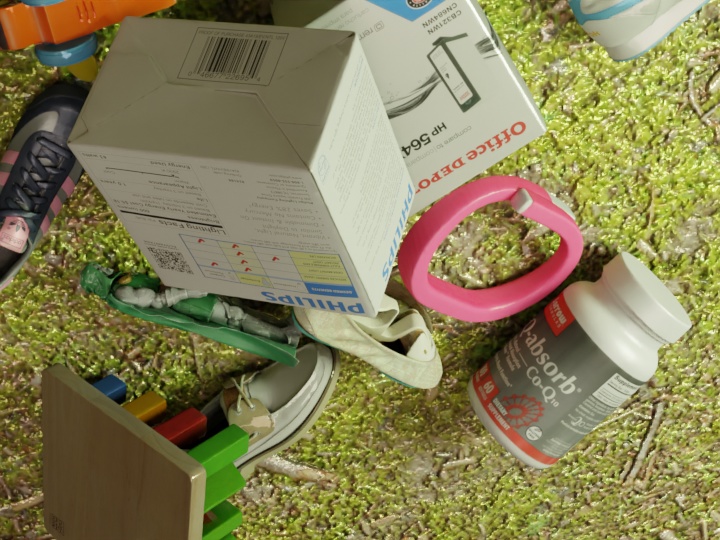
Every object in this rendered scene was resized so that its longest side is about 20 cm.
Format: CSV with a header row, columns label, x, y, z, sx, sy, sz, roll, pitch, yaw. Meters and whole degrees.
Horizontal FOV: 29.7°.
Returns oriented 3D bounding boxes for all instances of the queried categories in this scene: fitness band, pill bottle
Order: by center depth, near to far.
label,x,y,z,sx,sy,sz,roll,pitch,yaw
fitness band,0.118,-0.014,1.204,0.144,0.038,0.200,-43,145,19
pill bottle,0.206,0.083,1.280,0.116,0.116,0.200,34,111,-28

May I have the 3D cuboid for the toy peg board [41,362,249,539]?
label,x,y,z,sx,sy,sz,roll,pitch,yaw
toy peg board,-0.196,0.197,1.267,0.098,0.199,0.201,-28,137,-43

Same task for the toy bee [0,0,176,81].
label,x,y,z,sx,sy,sz,roll,pitch,yaw
toy bee,-0.247,-0.206,1.025,0.199,0.109,0.132,-8,120,-36

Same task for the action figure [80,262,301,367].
label,x,y,z,sx,sy,sz,roll,pitch,yaw
action figure,-0.150,0.030,1.199,0.199,0.118,0.055,14,97,-9

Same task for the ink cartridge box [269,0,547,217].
label,x,y,z,sx,sy,sz,roll,pitch,yaw
ink cartridge box,0.042,-0.165,1.103,0.146,0.084,0.200,-31,123,11

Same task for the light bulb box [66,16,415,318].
label,x,y,z,sx,sy,sz,roll,pitch,yaw
light bulb box,-0.082,-0.076,1.033,0.197,0.125,0.200,8,152,20

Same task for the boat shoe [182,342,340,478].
label,x,y,z,sx,sy,sz,roll,pitch,yaw
boat shoe,-0.102,0.135,1.280,0.068,0.075,0.200,32,113,-33

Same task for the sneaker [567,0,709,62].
label,x,y,z,sx,sy,sz,roll,pitch,yaw
sneaker,0.256,-0.260,1.088,0.200,0.077,0.081,-43,118,15

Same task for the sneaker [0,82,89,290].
label,x,y,z,sx,sy,sz,roll,pitch,yaw
sneaker,-0.272,-0.058,1.115,0.070,0.082,0.200,23,116,-23

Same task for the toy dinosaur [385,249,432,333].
label,x,y,z,sx,sy,sz,roll,pitch,yaw
toy dinosaur,0.000,0.000,1.234,0.199,0.058,0.101,10,139,-32

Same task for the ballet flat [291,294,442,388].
label,x,y,z,sx,sy,sz,roll,pitch,yaw
ballet flat,0.024,0.056,1.214,0.062,0.068,0.200,-38,141,26
